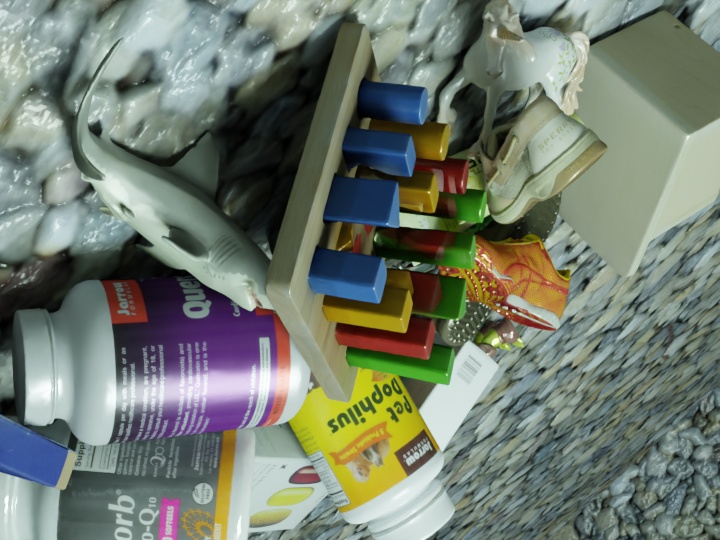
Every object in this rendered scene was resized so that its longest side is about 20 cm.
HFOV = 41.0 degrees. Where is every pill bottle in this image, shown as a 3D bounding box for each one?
[{"bbox_3d":[0.003,0.148,0.872,0.108,0.202,0.109,-31,177,-2],"label":"pill bottle"},{"bbox_3d":[-0.182,0.167,0.738,0.195,0.118,0.117,5,141,-7],"label":"pill bottle"},{"bbox_3d":[-0.141,0.061,0.686,0.196,0.114,0.113,-2,139,-27],"label":"pill bottle"}]

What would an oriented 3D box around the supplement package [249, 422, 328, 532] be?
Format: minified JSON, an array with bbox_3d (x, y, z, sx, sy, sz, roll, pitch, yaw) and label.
[{"bbox_3d":[-0.107,0.173,0.923,0.114,0.110,0.199,-45,152,14],"label":"supplement package"}]

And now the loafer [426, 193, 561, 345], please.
[{"bbox_3d":[0.124,-0.024,0.949,0.201,0.067,0.076,-52,144,-8],"label":"loafer"}]

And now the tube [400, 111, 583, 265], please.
[{"bbox_3d":[0.113,-0.082,0.851,0.197,0.058,0.052,-27,143,-17],"label":"tube"}]

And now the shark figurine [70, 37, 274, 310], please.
[{"bbox_3d":[-0.124,-0.061,0.617,0.090,0.127,0.215,-58,137,-15],"label":"shark figurine"}]

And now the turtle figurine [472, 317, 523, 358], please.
[{"bbox_3d":[0.114,0.122,1.170,0.160,0.065,0.201,-36,166,-16],"label":"turtle figurine"}]

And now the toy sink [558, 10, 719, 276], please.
[{"bbox_3d":[0.274,-0.117,0.919,0.111,0.131,0.202,-27,148,-22],"label":"toy sink"}]

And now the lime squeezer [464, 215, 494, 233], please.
[{"bbox_3d":[0.108,-0.071,0.903,0.197,0.038,0.072,-27,119,-21],"label":"lime squeezer"}]

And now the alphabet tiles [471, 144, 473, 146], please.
[{"bbox_3d":[0.168,-0.108,0.952,0.197,0.008,0.169,-21,148,-32],"label":"alphabet tiles"}]

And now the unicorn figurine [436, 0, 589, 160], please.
[{"bbox_3d":[0.119,-0.156,0.764,0.199,0.073,0.139,-31,150,-47],"label":"unicorn figurine"}]

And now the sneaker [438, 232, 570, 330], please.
[{"bbox_3d":[0.130,-0.004,0.877,0.199,0.072,0.079,26,75,-54],"label":"sneaker"}]

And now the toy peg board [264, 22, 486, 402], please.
[{"bbox_3d":[0.026,-0.028,0.681,0.200,0.096,0.204,69,31,-62],"label":"toy peg board"}]

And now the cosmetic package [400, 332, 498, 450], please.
[{"bbox_3d":[0.045,0.160,1.012,0.201,0.051,0.150,-54,-164,-8],"label":"cosmetic package"}]

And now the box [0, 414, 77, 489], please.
[{"bbox_3d":[-0.274,0.087,0.591,0.201,0.119,0.033,63,40,-61],"label":"box"}]

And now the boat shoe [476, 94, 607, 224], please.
[{"bbox_3d":[0.125,-0.086,0.733,0.072,0.065,0.200,-42,180,-5],"label":"boat shoe"}]

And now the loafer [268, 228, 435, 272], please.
[{"bbox_3d":[0.000,0.000,0.831,0.071,0.064,0.198,-26,161,37],"label":"loafer"}]
